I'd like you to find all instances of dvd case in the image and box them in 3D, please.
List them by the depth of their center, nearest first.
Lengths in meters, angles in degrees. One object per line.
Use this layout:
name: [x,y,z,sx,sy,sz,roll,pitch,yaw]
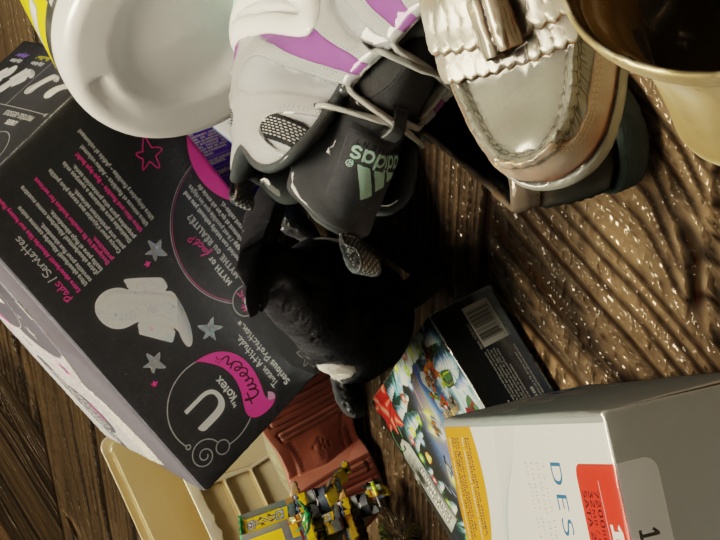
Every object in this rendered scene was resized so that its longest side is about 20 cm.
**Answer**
dvd case: [-0.053,-0.068,1.005,0.143,0.018,0.200,35,-177,-41]

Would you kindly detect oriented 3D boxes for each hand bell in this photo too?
hand bell: [0.137,-0.029,0.642,0.104,0.104,0.200,44,164,43]

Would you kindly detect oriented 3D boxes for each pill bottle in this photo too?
pill bottle: [-0.113,-0.158,0.900,0.200,0.111,0.112,-124,21,-45]

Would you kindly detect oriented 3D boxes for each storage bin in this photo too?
storage bin: [-0.088,0.173,1.361,0.199,0.094,0.200,65,160,-1]

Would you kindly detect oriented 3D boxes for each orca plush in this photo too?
orca plush: [0.000,0.000,0.905,0.200,0.071,0.105,52,-161,-60]

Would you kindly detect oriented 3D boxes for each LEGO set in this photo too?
LEGO set: [0.020,0.176,1.085,0.200,0.116,0.154,51,-161,-71]

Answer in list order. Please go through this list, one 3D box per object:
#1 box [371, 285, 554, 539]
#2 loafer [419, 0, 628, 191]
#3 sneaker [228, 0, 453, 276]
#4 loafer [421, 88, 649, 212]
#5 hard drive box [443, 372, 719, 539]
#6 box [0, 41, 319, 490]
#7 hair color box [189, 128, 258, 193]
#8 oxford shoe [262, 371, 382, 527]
box: [0.082,0.121,0.970,0.200,0.040,0.137,59,160,14]
loafer: [0.041,-0.126,0.646,0.072,0.063,0.201,-15,71,33]
sneaker: [0.016,-0.067,0.746,0.200,0.078,0.140,-18,59,53]
loafer: [0.038,-0.080,0.815,0.200,0.063,0.072,37,147,51]
hard drive box: [0.110,0.124,0.770,0.200,0.077,0.156,157,102,-75]
box: [-0.129,-0.004,1.000,0.200,0.115,0.132,53,161,-26]
hair color box: [-0.118,-0.063,1.186,0.200,0.065,0.110,55,160,42]
oxford shoe: [-0.041,0.072,1.172,0.074,0.071,0.200,45,151,51]
